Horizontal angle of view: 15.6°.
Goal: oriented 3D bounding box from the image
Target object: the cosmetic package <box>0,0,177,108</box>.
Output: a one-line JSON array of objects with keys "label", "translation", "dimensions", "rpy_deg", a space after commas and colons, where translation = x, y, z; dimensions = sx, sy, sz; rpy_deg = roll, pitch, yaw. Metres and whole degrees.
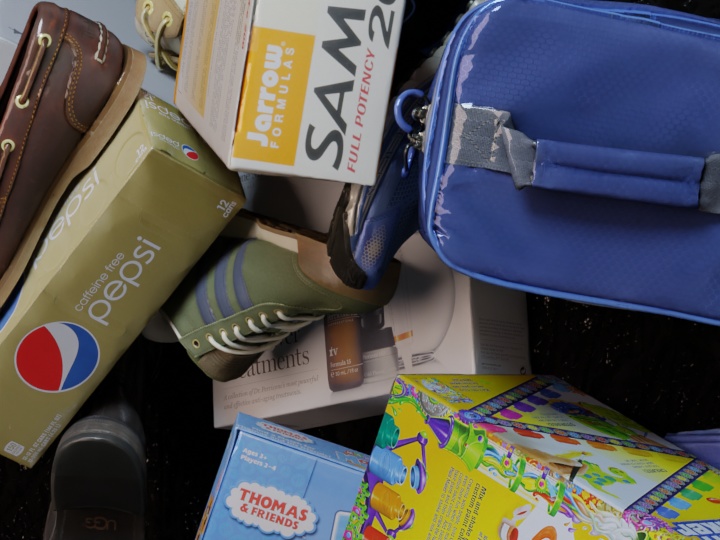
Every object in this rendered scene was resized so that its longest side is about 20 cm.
[{"label": "cosmetic package", "translation": [-0.195, -0.061, 1.513], "dimensions": [0.201, 0.122, 0.200], "rpy_deg": [-63, 17, 19]}]

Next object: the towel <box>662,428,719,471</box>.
[{"label": "towel", "translation": [0.194, 0.171, 1.223], "dimensions": [0.144, 0.024, 0.201], "rpy_deg": [-6, 80, 45]}]

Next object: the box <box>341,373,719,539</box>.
[{"label": "box", "translation": [0.089, 0.178, 1.227], "dimensions": [0.192, 0.122, 0.201], "rpy_deg": [31, 109, 39]}]

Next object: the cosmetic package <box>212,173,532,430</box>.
[{"label": "cosmetic package", "translation": [0.000, 0.000, 1.419], "dimensions": [0.199, 0.052, 0.152], "rpy_deg": [-14, 72, 43]}]

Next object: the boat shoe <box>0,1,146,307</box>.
[{"label": "boat shoe", "translation": [-0.192, -0.047, 1.371], "dimensions": [0.201, 0.070, 0.070], "rpy_deg": [-58, 29, 7]}]

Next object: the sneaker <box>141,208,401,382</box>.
[{"label": "sneaker", "translation": [-0.053, 0.018, 1.387], "dimensions": [0.200, 0.067, 0.090], "rpy_deg": [18, 94, 52]}]

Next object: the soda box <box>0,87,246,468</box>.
[{"label": "soda box", "translation": [-0.146, 0.004, 1.389], "dimensions": [0.200, 0.064, 0.068], "rpy_deg": [-51, 31, 20]}]

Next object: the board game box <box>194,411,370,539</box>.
[{"label": "board game box", "translation": [-0.024, 0.191, 1.359], "dimensions": [0.037, 0.150, 0.201], "rpy_deg": [-92, 22, -77]}]

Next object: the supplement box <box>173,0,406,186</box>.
[{"label": "supplement box", "translation": [-0.035, -0.121, 1.268], "dimensions": [0.200, 0.073, 0.127], "rpy_deg": [-131, 50, -73]}]

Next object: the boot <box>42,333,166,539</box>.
[{"label": "boot", "translation": [-0.140, 0.103, 1.501], "dimensions": [0.175, 0.069, 0.201], "rpy_deg": [-85, 7, -53]}]

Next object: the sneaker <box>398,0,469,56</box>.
[{"label": "sneaker", "translation": [0.050, -0.206, 1.377], "dimensions": [0.070, 0.078, 0.201], "rpy_deg": [36, 110, 41]}]

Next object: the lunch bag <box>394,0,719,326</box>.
[{"label": "lunch bag", "translation": [0.112, -0.053, 1.193], "dimensions": [0.132, 0.199, 0.137], "rpy_deg": [-131, 49, -86]}]

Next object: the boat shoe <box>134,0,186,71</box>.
[{"label": "boat shoe", "translation": [-0.092, -0.142, 1.455], "dimensions": [0.066, 0.074, 0.200], "rpy_deg": [-19, 43, -4]}]

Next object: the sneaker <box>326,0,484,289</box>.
[{"label": "sneaker", "translation": [0.057, -0.064, 1.299], "dimensions": [0.089, 0.200, 0.079], "rpy_deg": [36, 157, 5]}]
